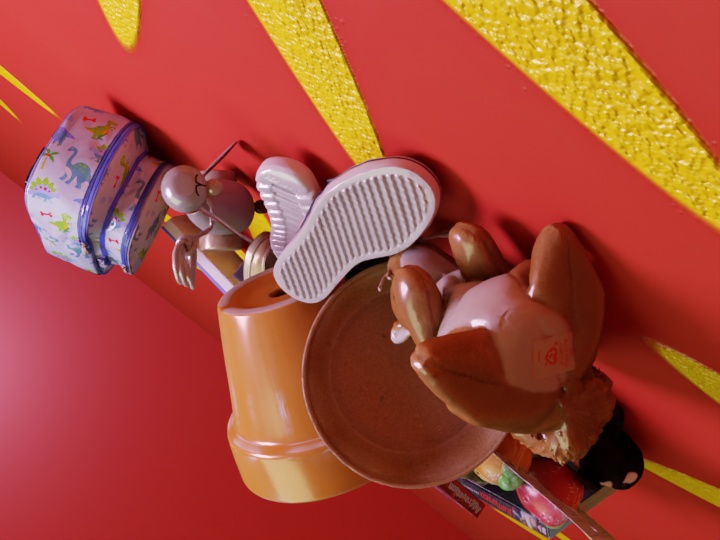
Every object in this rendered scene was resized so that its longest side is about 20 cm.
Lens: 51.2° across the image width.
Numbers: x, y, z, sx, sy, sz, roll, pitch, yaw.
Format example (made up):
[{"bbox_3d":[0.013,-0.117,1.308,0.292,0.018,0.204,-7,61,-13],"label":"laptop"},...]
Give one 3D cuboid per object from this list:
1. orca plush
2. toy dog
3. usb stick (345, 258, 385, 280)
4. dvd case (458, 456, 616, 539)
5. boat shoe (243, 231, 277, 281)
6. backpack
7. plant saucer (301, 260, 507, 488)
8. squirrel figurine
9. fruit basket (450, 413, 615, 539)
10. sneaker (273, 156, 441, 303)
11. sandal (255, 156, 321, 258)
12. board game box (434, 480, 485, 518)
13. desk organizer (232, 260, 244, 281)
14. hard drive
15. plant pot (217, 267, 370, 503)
[{"bbox_3d":[0.220,0.137,0.735,0.200,0.071,0.105,47,-151,-3],"label":"orca plush"},{"bbox_3d":[-0.138,-0.069,0.791,0.200,0.096,0.133,-97,0,-72],"label":"toy dog"},{"bbox_3d":[0.000,0.000,0.820,0.199,0.033,0.056,23,151,41],"label":"usb stick"},{"bbox_3d":[0.197,0.239,0.906,0.200,0.145,0.022,13,118,53],"label":"dvd case"},{"bbox_3d":[-0.081,0.039,0.883,0.066,0.074,0.201,19,143,29],"label":"boat shoe"},{"bbox_3d":[-0.325,-0.102,0.965,0.146,0.184,0.200,20,158,1],"label":"backpack"},{"bbox_3d":[0.046,0.091,0.676,0.200,0.201,0.035,37,172,-3],"label":"plant saucer"},{"bbox_3d":[0.097,0.055,0.586,0.200,0.142,0.186,46,168,-24],"label":"squirrel figurine"},{"bbox_3d":[0.158,0.205,0.751,0.200,0.094,0.185,44,-177,29],"label":"fruit basket"},{"bbox_3d":[-0.001,-0.047,0.623,0.078,0.080,0.200,43,138,-12],"label":"sneaker"},{"bbox_3d":[-0.051,-0.054,0.754,0.082,0.050,0.203,16,154,10],"label":"sandal"},{"bbox_3d":[0.044,0.199,0.832,0.103,0.019,0.200,46,167,-30],"label":"board game box"},{"bbox_3d":[-0.065,0.038,1.000,0.199,0.072,0.077,29,165,27],"label":"desk organizer"},{"bbox_3d":[-0.197,-0.002,1.108,0.200,0.025,0.132,47,-171,-3],"label":"hard drive"},{"bbox_3d":[-0.056,0.096,0.761,0.200,0.200,0.184,13,126,55],"label":"plant pot"}]
